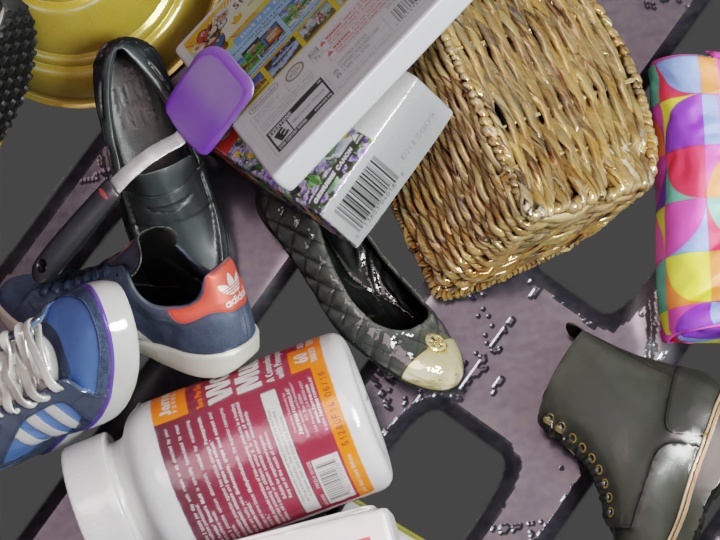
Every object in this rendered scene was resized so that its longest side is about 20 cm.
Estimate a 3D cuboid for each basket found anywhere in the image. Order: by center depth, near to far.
[{"bbox_3d":[0.095,-0.106,1.589,0.142,0.149,0.201,-18,75,-31],"label":"basket"}]

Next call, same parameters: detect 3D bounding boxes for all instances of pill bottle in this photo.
[{"bbox_3d":[-0.087,0.124,1.542,0.199,0.110,0.110,-20,78,2],"label":"pill bottle"}]

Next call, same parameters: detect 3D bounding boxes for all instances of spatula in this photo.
[{"bbox_3d":[-0.147,-0.064,1.540,0.200,0.021,0.057,-44,61,9],"label":"spatula"}]

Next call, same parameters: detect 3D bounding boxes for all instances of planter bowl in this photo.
[{"bbox_3d":[-0.199,-0.219,1.633,0.199,0.083,0.202,-1,80,6],"label":"planter bowl"}]

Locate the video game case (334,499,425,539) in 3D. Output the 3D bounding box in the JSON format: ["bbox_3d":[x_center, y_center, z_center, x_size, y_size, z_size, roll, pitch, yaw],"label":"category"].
[{"bbox_3d":[0.017,0.279,1.544,0.180,0.026,0.201,30,84,11],"label":"video game case"}]

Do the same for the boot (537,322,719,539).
[{"bbox_3d":[0.159,0.144,1.536,0.138,0.078,0.201,23,70,14],"label":"boot"}]

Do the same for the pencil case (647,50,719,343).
[{"bbox_3d":[0.234,-0.046,1.551,0.088,0.088,0.201,-5,79,5],"label":"pencil case"}]

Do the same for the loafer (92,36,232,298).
[{"bbox_3d":[-0.136,-0.059,1.590,0.068,0.070,0.202,-18,92,1],"label":"loafer"}]

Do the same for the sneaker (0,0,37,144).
[{"bbox_3d":[-0.288,-0.102,1.603,0.090,0.070,0.201,23,107,15],"label":"sneaker"}]

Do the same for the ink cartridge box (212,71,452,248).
[{"bbox_3d":[-0.042,-0.105,1.559,0.200,0.050,0.109,33,85,44],"label":"ink cartridge box"}]

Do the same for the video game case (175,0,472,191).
[{"bbox_3d":[-0.017,-0.170,1.528,0.200,0.023,0.182,-46,41,7],"label":"video game case"}]

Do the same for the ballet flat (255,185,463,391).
[{"bbox_3d":[0.000,0.000,1.574,0.200,0.066,0.057,50,129,14],"label":"ballet flat"}]

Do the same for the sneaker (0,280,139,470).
[{"bbox_3d":[-0.236,0.078,1.495,0.146,0.200,0.081,-11,70,-32],"label":"sneaker"}]

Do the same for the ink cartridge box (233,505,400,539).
[{"bbox_3d":[-0.026,0.264,1.495,0.145,0.084,0.201,-14,78,4],"label":"ink cartridge box"}]

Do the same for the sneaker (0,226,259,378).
[{"bbox_3d":[-0.158,0.008,1.559,0.199,0.075,0.085,8,122,25],"label":"sneaker"}]
